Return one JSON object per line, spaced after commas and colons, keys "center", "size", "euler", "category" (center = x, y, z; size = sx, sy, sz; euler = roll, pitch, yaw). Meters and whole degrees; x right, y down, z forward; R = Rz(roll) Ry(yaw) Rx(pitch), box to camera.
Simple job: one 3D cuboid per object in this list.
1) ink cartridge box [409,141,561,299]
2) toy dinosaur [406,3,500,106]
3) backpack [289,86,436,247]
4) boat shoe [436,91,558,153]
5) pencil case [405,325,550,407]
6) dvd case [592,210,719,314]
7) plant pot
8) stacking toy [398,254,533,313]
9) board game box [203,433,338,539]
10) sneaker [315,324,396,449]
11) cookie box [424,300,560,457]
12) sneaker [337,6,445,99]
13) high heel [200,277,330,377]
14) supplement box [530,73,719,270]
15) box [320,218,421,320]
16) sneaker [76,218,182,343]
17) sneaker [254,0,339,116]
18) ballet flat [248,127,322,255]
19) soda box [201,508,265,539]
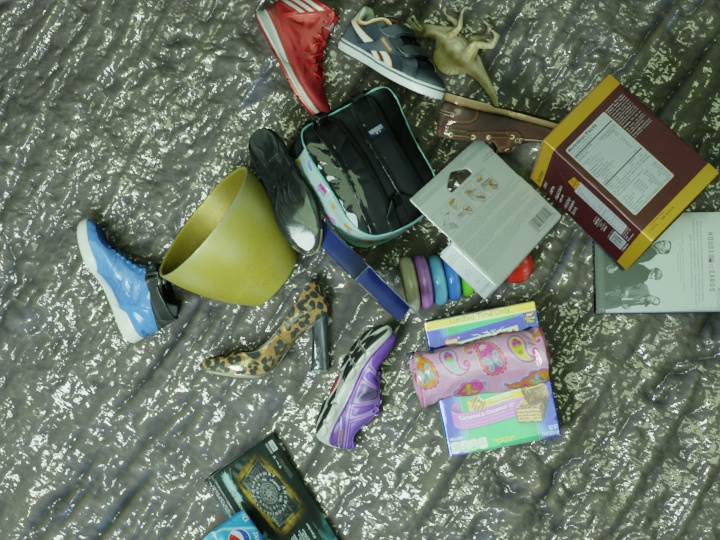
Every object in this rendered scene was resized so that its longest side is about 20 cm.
{"center": [0.176, -0.079, 1.575], "size": [0.174, 0.044, 0.200], "euler": [44, 51, 5], "category": "ink cartridge box"}
{"center": [0.163, -0.332, 1.643], "size": [0.200, 0.058, 0.101], "euler": [42, 108, -5], "category": "toy dinosaur"}
{"center": [0.008, -0.135, 1.577], "size": [0.175, 0.153, 0.201], "euler": [-30, 81, -22], "category": "backpack"}
{"center": [0.205, -0.209, 1.607], "size": [0.198, 0.070, 0.071], "euler": [10, 100, -16], "category": "boat shoe"}
{"center": [0.168, 0.135, 1.533], "size": [0.198, 0.087, 0.088], "euler": [-12, 88, 5], "category": "pencil case"}
{"center": [0.448, -0.011, 1.623], "size": [0.198, 0.025, 0.152], "euler": [-1, 88, 3], "category": "dvd case"}
{"center": [-0.177, -0.030, 1.594], "size": [0.142, 0.200, 0.200], "euler": [39, 91, -20], "category": "plant pot"}
{"center": [0.160, 0.005, 1.615], "size": [0.198, 0.085, 0.086], "euler": [-11, 88, -1], "category": "stacking toy"}
{"center": [-0.128, 0.358, 1.602], "size": [0.028, 0.135, 0.201], "euler": [-36, 85, 45], "category": "board game box"}
{"center": [0.005, 0.175, 1.631], "size": [0.083, 0.081, 0.201], "euler": [25, 97, -13], "category": "sneaker"}
{"center": [0.194, 0.157, 1.608], "size": [0.170, 0.075, 0.202], "euler": [-11, 87, 4], "category": "cookie box"}
{"center": [0.053, -0.323, 1.594], "size": [0.200, 0.078, 0.080], "euler": [36, 109, 29], "category": "sneaker"}
{"center": [-0.143, 0.085, 1.627], "size": [0.198, 0.071, 0.144], "euler": [-3, 95, -13], "category": "high heel"}
{"center": [0.362, -0.133, 1.529], "size": [0.133, 0.197, 0.200], "euler": [-44, 80, -5], "category": "supplement box"}
{"center": [0.000, 0.000, 1.550], "size": [0.032, 0.121, 0.200], "euler": [-46, 44, 0], "category": "box"}
{"center": [-0.341, -0.002, 1.641], "size": [0.111, 0.077, 0.201], "euler": [-25, 91, 8], "category": "sneaker"}
{"center": [-0.068, -0.330, 1.637], "size": [0.115, 0.078, 0.201], "euler": [-29, 88, 3], "category": "sneaker"}
{"center": [-0.101, -0.114, 1.549], "size": [0.066, 0.057, 0.201], "euler": [-25, 79, 7], "category": "ballet flat"}
{"center": [-0.208, 0.419, 1.567], "size": [0.064, 0.200, 0.068], "euler": [-30, 78, -40], "category": "soda box"}
